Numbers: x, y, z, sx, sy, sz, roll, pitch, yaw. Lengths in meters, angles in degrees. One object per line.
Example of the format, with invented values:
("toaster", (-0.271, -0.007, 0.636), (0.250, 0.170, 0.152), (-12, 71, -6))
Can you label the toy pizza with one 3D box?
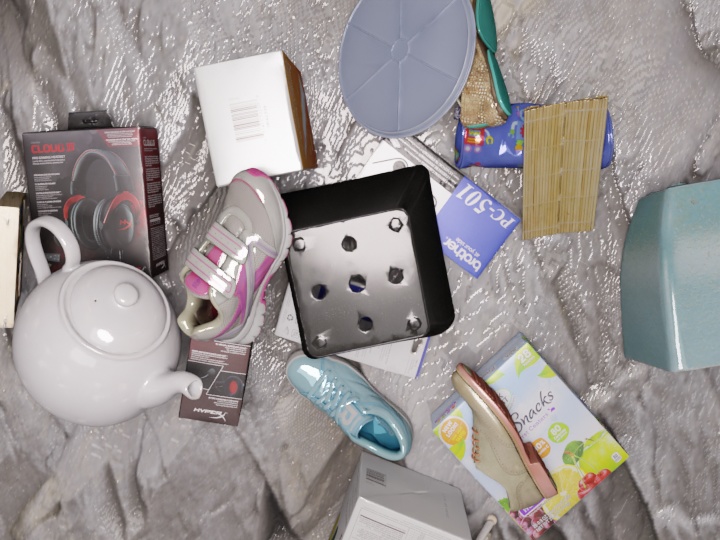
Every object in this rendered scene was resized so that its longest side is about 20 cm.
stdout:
("toy pizza", (0.055, -0.258, 0.932), (0.197, 0.031, 0.205), (-2, 87, 38))

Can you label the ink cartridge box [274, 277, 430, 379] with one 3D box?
("ink cartridge box", (-0.005, 0.063, 1.013), (0.196, 0.039, 0.101), (19, 98, 0))

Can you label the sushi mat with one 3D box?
("sushi mat", (0.240, -0.117, 0.934), (0.093, 0.012, 0.202), (-5, 135, 5))

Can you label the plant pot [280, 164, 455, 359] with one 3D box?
("plant pot", (0.000, 0.000, 0.895), (0.196, 0.177, 0.204), (-11, 98, 6))

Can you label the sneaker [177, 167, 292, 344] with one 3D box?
("sneaker", (-0.133, -0.005, 0.799), (0.081, 0.088, 0.204), (28, 115, 30))

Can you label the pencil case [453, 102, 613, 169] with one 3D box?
("pencil case", (0.208, -0.167, 0.958), (0.195, 0.078, 0.089), (1, 86, 1))

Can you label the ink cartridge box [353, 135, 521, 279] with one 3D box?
("ink cartridge box", (0.095, -0.089, 0.987), (0.199, 0.044, 0.095), (37, 99, -4))

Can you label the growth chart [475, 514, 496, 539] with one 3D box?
("growth chart", (0.124, 0.423, 1.013), (0.017, 0.144, 0.204), (24, 103, 19))

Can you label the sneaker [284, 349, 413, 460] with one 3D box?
("sneaker", (-0.012, 0.171, 1.006), (0.198, 0.082, 0.075), (32, 97, -3))

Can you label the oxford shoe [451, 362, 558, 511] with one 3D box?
("oxford shoe", (0.159, 0.206, 0.947), (0.073, 0.071, 0.202), (-33, 94, 9))

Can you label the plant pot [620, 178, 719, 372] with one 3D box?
("plant pot", (0.414, -0.004, 0.925), (0.191, 0.196, 0.205), (-10, 88, 3))

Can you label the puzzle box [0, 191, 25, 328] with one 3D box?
("puzzle box", (-0.418, -0.019, 0.934), (0.025, 0.200, 0.136), (4, 99, -22))

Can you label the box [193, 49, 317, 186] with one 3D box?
("box", (-0.113, -0.169, 0.902), (0.095, 0.200, 0.127), (-10, 98, 2))

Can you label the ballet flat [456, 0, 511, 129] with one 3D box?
("ballet flat", (0.130, -0.251, 0.923), (0.064, 0.070, 0.204), (-19, 55, 27))

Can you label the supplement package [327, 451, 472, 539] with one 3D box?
("supplement package", (0.032, 0.372, 0.996), (0.148, 0.152, 0.204), (21, 98, -1))

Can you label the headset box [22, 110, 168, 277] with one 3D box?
("headset box", (-0.326, -0.093, 0.973), (0.145, 0.075, 0.205), (-2, 98, 2))

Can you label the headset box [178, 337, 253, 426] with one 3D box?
("headset box", (-0.165, 0.065, 0.959), (0.073, 0.149, 0.204), (9, 97, -7))

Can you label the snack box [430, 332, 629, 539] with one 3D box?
("snack box", (0.215, 0.214, 1.014), (0.169, 0.068, 0.200), (-44, 93, 7))

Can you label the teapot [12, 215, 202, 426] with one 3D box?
("teapot", (-0.280, 0.059, 0.860), (0.197, 0.200, 0.146), (14, 139, -26))
